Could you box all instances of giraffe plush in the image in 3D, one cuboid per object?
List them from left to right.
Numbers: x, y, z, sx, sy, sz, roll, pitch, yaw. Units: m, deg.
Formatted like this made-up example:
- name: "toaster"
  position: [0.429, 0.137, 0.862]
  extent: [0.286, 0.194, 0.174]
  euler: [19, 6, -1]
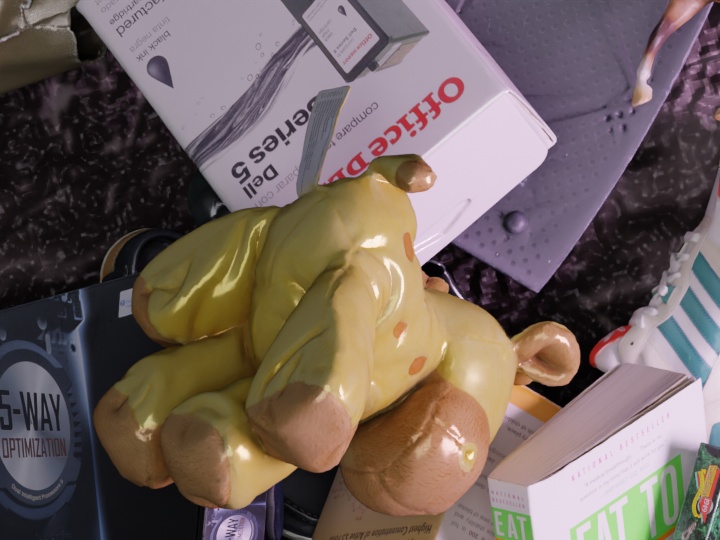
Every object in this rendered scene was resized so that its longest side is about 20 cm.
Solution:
- name: "giraffe plush"
  position: [0.002, 0.044, 1.256]
  extent: [0.162, 0.172, 0.200]
  euler: [41, 69, -35]

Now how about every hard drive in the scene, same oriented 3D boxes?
- name: "hard drive"
  position: [0.090, -0.105, 1.415]
  extent: [0.135, 0.042, 0.201]
  euler: [30, 96, 6]

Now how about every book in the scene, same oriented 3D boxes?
- name: "book"
  position: [0.119, 0.164, 1.332]
  extent: [0.048, 0.133, 0.201]
  euler: [10, 118, 39]

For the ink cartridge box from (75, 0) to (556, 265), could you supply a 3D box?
- name: "ink cartridge box"
  position: [-0.022, -0.098, 1.367]
  extent: [0.145, 0.084, 0.200]
  euler: [-40, 64, 5]

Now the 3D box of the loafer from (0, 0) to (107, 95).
- name: "loafer"
  position: [-0.173, -0.127, 1.439]
  extent: [0.200, 0.076, 0.068]
  euler: [-41, 80, 9]

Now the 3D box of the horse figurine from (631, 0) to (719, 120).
- name: "horse figurine"
  position: [0.214, -0.129, 1.367]
  extent: [0.199, 0.050, 0.133]
  euler: [14, 78, -20]

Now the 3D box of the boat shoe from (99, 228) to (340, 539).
- name: "boat shoe"
  position: [-0.063, 0.059, 1.431]
  extent: [0.075, 0.062, 0.200]
  euler: [-35, 86, -19]

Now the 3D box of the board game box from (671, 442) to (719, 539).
- name: "board game box"
  position: [0.167, 0.187, 1.338]
  extent: [0.023, 0.105, 0.201]
  euler: [17, 92, 38]

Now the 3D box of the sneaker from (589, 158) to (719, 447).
- name: "sneaker"
  position: [0.164, 0.024, 1.392]
  extent: [0.093, 0.070, 0.201]
  euler: [5, 90, 7]

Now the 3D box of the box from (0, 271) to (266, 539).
- name: "box"
  position: [-0.129, 0.089, 1.367]
  extent: [0.199, 0.043, 0.161]
  euler: [-14, 64, 39]

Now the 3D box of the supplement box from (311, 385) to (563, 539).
- name: "supplement box"
  position: [0.027, 0.158, 1.354]
  extent: [0.073, 0.126, 0.201]
  euler: [31, 66, -24]

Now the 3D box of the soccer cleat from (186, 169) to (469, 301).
- name: "soccer cleat"
  position: [0.000, 0.000, 1.410]
  extent: [0.200, 0.081, 0.068]
  euler: [36, 66, 4]

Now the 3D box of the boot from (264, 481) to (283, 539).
- name: "boot"
  position: [-0.087, 0.176, 1.359]
  extent: [0.090, 0.073, 0.201]
  euler: [-19, 63, 50]
